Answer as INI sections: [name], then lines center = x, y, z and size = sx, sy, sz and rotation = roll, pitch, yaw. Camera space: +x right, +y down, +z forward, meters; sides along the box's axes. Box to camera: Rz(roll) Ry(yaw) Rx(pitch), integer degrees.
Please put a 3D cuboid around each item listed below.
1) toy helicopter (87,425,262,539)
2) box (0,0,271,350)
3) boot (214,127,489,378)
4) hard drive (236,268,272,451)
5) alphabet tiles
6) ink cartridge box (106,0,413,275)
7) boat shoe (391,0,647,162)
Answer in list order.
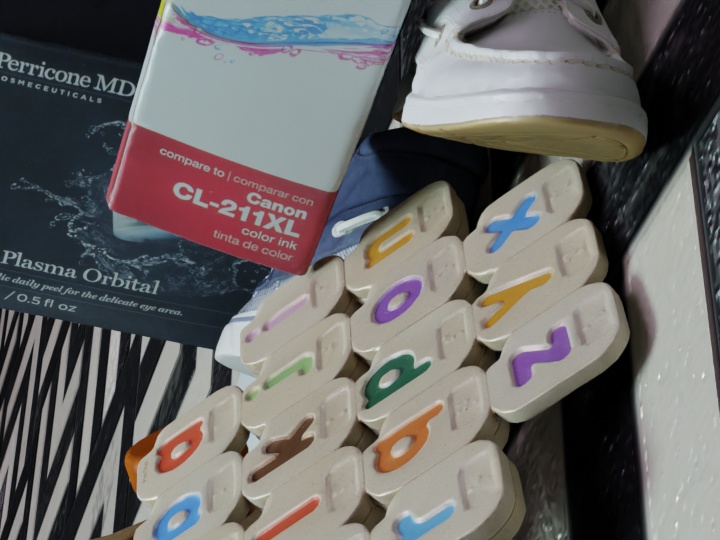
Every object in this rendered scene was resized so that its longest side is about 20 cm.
[toy helicopter]
center = -0.108, 0.128, 0.799
size = 0.132, 0.199, 0.079
rotation = -148, 39, -75
[box]
center = -0.129, -0.074, 1.235
size = 0.118, 0.195, 0.201
rotation = -93, 19, -46
[boot]
center = 0.000, 0.000, 0.925
size = 0.200, 0.072, 0.091
rotation = -17, 55, 67
[hard drive]
center = -0.036, 0.055, 1.105
size = 0.132, 0.026, 0.201
rotation = -101, 25, -59
[alphabet tiles]
center = 0.003, 0.046, 0.737
size = 0.195, 0.015, 0.200
rotation = -35, 28, 16
[ink cartridge box]
center = -0.016, -0.122, 0.794
size = 0.201, 0.082, 0.146
rotation = 113, 176, -45
[boat shoe]
center = 0.049, -0.076, 0.742
size = 0.200, 0.070, 0.070
rotation = -147, 67, -78
